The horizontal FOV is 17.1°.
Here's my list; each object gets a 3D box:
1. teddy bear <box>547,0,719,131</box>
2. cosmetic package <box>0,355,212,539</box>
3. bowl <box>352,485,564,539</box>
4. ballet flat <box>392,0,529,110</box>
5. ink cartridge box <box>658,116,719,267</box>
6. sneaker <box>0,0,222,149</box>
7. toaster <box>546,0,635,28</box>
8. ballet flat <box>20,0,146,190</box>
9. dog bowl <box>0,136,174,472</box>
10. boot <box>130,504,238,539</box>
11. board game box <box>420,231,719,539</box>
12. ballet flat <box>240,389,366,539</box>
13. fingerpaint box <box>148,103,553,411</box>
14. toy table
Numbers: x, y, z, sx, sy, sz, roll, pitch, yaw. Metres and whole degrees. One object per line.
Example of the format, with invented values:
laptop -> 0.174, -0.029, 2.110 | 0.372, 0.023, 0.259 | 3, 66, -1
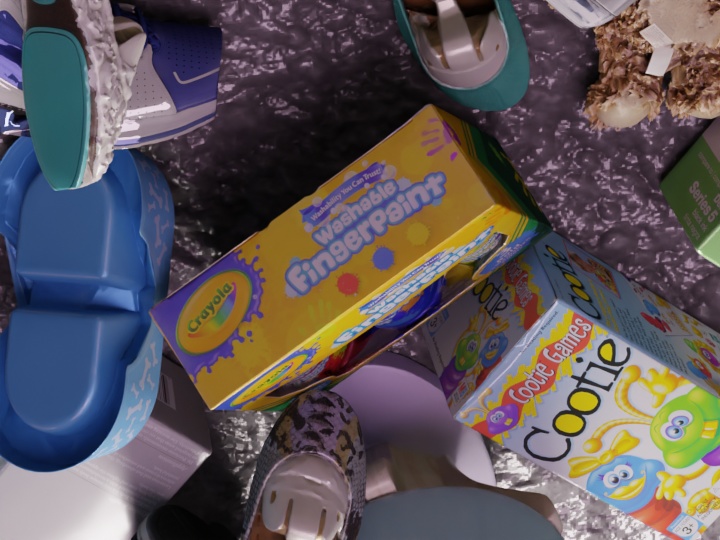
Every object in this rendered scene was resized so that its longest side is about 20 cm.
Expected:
teddy bear -> 0.178, -0.164, 1.385 | 0.144, 0.067, 0.201 | -16, 131, 9
cosmetic package -> -0.194, 0.133, 1.474 | 0.107, 0.090, 0.200 | 34, 113, -29
bowl -> 0.047, 0.239, 1.444 | 0.199, 0.105, 0.202 | -6, 124, -9
ballet flat -> 0.045, -0.156, 1.346 | 0.067, 0.071, 0.201 | -15, 125, 13
ink cartridge box -> 0.305, -0.073, 1.450 | 0.145, 0.084, 0.200 | 29, 112, -27
sneaker -> -0.172, -0.134, 1.308 | 0.198, 0.081, 0.116 | -2, 125, -9
toaster -> 0.121, -0.219, 1.251 | 0.129, 0.200, 0.113 | -42, 142, 15
ballet flat -> -0.143, -0.140, 1.246 | 0.071, 0.072, 0.201 | -9, 113, -7
dog bowl -> -0.160, 0.015, 1.364 | 0.049, 0.111, 0.201 | 9, 85, -59
boot -> -0.140, 0.222, 1.481 | 0.154, 0.074, 0.204 | -40, 167, 2
board game box -> 0.152, 0.070, 1.497 | 0.199, 0.105, 0.103 | 30, 112, -27
ballet flat -> -0.040, 0.168, 1.386 | 0.072, 0.072, 0.202 | 18, 87, -22
fingerpaint box -> 0.000, 0.000, 1.381 | 0.200, 0.074, 0.167 | -36, 168, 10
toy table -> 0.028, 0.161, 1.521 | 0.183, 0.117, 0.200 | -34, 124, 10
